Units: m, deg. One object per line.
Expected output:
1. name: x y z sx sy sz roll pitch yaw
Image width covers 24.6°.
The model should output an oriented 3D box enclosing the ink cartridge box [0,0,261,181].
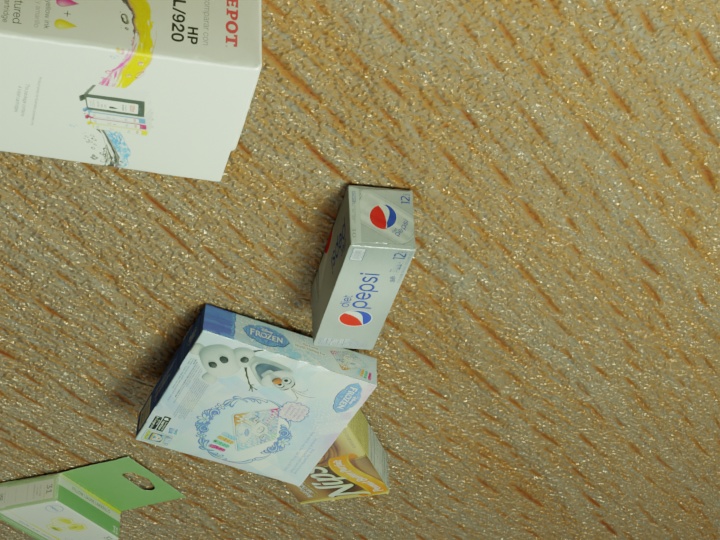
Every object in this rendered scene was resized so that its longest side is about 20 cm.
1. ink cartridge box: -0.180 -0.173 1.188 0.200 0.147 0.145 7 149 -14

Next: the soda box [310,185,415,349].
1. soda box: 0.000 0.000 1.573 0.063 0.068 0.200 4 150 -11

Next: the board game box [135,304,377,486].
1. board game box: -0.114 0.138 1.775 0.199 0.043 0.200 20 133 -18

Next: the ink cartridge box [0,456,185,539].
1. ink cartridge box: -0.345 0.299 2.103 0.200 0.048 0.146 -12 148 22

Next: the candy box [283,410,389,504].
1. candy box: -0.045 0.209 1.946 0.115 0.055 0.200 -8 149 12
